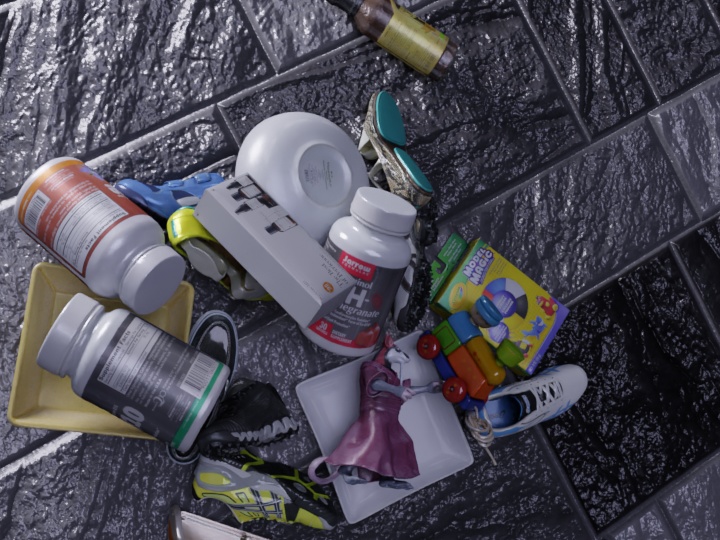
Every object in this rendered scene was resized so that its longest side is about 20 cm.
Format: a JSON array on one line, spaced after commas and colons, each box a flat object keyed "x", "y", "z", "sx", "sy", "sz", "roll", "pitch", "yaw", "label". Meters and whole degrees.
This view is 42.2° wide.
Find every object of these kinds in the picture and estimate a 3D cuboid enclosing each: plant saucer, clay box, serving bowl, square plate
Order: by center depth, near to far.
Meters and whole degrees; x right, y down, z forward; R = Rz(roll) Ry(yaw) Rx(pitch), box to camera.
[{"x": -0.317, "y": 0.104, "z": 1.156, "sx": 0.198, "sy": 0.048, "sz": 0.202, "roll": 8, "pitch": 73, "yaw": -13, "label": "plant saucer"}, {"x": -0.064, "y": -0.118, "z": 1.231, "sx": 0.199, "sy": 0.066, "sz": 0.202, "roll": 7, "pitch": 77, "yaw": -33, "label": "serving bowl"}, {"x": 0.033, "y": 0.210, "z": 1.268, "sx": 0.199, "sy": 0.028, "sz": 0.200, "roll": -22, "pitch": 90, "yaw": -18, "label": "square plate"}, {"x": 0.186, "y": 0.045, "z": 1.324, "sx": 0.199, "sy": 0.048, "sz": 0.115, "roll": 37, "pitch": 75, "yaw": -10, "label": "clay box"}]

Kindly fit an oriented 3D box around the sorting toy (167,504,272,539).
[{"x": -0.143, "y": 0.370, "z": 1.116, "sx": 0.199, "sy": 0.180, "sz": 0.108, "roll": 22, "pitch": 77, "yaw": -12, "label": "sorting toy"}]

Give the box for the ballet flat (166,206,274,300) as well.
[{"x": -0.167, "y": -0.002, "z": 1.182, "sx": 0.067, "sy": 0.067, "sz": 0.200, "roll": -35, "pitch": 127, "yaw": 19, "label": "ballet flat"}]

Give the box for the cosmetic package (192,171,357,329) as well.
[{"x": -0.103, "y": -0.028, "z": 1.129, "sx": 0.200, "sy": 0.051, "sz": 0.082, "roll": 44, "pitch": 40, "yaw": 10, "label": "cosmetic package"}]

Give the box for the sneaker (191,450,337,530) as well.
[{"x": -0.123, "y": 0.289, "z": 1.199, "sx": 0.199, "sy": 0.075, "sz": 0.077, "roll": 28, "pitch": 97, "yaw": -9, "label": "sneaker"}]

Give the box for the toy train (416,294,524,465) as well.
[{"x": 0.169, "y": 0.138, "z": 1.222, "sx": 0.116, "sy": 0.084, "sz": 0.201, "roll": -42, "pitch": 59, "yaw": 19, "label": "toy train"}]

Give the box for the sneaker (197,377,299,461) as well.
[{"x": -0.149, "y": 0.179, "z": 1.155, "sx": 0.066, "sy": 0.200, "sz": 0.091, "roll": -28, "pitch": 77, "yaw": 20, "label": "sneaker"}]

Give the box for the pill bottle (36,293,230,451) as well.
[{"x": -0.262, "y": 0.115, "z": 1.082, "sx": 0.199, "sy": 0.113, "sz": 0.114, "roll": 30, "pitch": 76, "yaw": -5, "label": "pill bottle"}]

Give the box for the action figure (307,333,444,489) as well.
[{"x": 0.025, "y": 0.183, "z": 1.222, "sx": 0.148, "sy": 0.134, "sz": 0.202, "roll": -8, "pitch": 68, "yaw": 25, "label": "action figure"}]

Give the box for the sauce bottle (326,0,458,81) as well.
[{"x": 0.044, "y": -0.346, "z": 1.323, "sx": 0.199, "sy": 0.065, "sz": 0.065, "roll": 31, "pitch": 76, "yaw": -12, "label": "sauce bottle"}]

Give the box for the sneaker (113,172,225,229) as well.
[{"x": -0.220, "y": -0.090, "z": 1.211, "sx": 0.199, "sy": 0.074, "sz": 0.083, "roll": 16, "pitch": 81, "yaw": -23, "label": "sneaker"}]

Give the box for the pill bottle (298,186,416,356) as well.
[{"x": 0.000, "y": 0.000, "z": 1.198, "sx": 0.110, "sy": 0.111, "sz": 0.201, "roll": 16, "pitch": 111, "yaw": -14, "label": "pill bottle"}]

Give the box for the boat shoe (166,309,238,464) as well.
[{"x": -0.196, "y": 0.148, "z": 1.186, "sx": 0.071, "sy": 0.071, "sz": 0.202, "roll": 14, "pitch": 80, "yaw": -14, "label": "boat shoe"}]

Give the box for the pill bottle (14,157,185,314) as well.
[{"x": -0.309, "y": -0.039, "z": 1.120, "sx": 0.199, "sy": 0.112, "sz": 0.112, "roll": 37, "pitch": 73, "yaw": 17, "label": "pill bottle"}]

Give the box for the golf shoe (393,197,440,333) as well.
[{"x": 0.053, "y": -0.011, "z": 1.281, "sx": 0.094, "sy": 0.078, "sz": 0.202, "roll": 2, "pitch": 69, "yaw": 16, "label": "golf shoe"}]

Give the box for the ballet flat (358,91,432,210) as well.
[{"x": 0.036, "y": -0.157, "z": 1.284, "sx": 0.068, "sy": 0.075, "sz": 0.201, "roll": 18, "pitch": 42, "yaw": -45, "label": "ballet flat"}]

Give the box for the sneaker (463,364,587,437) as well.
[{"x": 0.241, "y": 0.184, "z": 1.311, "sx": 0.199, "sy": 0.072, "sz": 0.072, "roll": -19, "pitch": 87, "yaw": -19, "label": "sneaker"}]
